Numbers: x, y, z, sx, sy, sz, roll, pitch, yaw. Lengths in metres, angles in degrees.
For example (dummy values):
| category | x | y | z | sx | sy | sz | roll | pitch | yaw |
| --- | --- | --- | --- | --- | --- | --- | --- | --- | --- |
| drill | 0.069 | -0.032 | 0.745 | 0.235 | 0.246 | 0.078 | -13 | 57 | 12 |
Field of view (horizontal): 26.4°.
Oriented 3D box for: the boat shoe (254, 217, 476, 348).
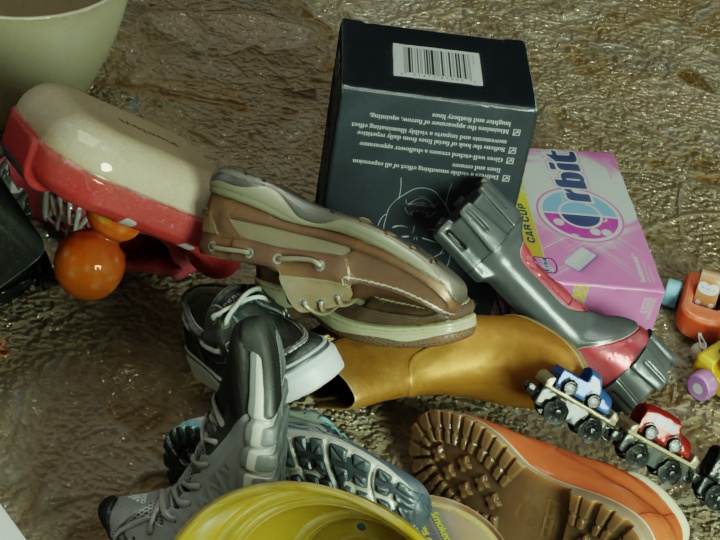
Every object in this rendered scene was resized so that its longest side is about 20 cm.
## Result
| category | x | y | z | sx | sy | sz | roll | pitch | yaw |
| --- | --- | --- | --- | --- | --- | --- | --- | --- | --- |
| boat shoe | -0.004 | 0.001 | 1.084 | 0.201 | 0.076 | 0.074 | 11 | 21 | 40 |

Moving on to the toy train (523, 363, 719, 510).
| category | x | y | z | sx | sy | sz | roll | pitch | yaw |
| --- | --- | --- | --- | --- | --- | --- | --- | --- | --- |
| toy train | 0.202 | 0.117 | 1.061 | 0.199 | 0.046 | 0.034 | 28 | 4 | -11 |

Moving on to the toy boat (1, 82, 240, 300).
| category | x | y | z | sx | sy | sz | roll | pitch | yaw |
| --- | --- | --- | --- | --- | --- | --- | --- | --- | --- |
| toy boat | -0.174 | -0.038 | 1.100 | 0.199 | 0.131 | 0.130 | 23 | 13 | -40 |

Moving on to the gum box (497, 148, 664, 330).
| category | x | y | z | sx | sy | sz | roll | pitch | yaw |
| --- | --- | --- | --- | --- | --- | --- | --- | --- | --- |
| gum box | 0.167 | -0.025 | 1.267 | 0.112 | 0.067 | 0.201 | 4 | 38 | -10 |

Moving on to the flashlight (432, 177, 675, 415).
| category | x | y | z | sx | sy | sz | roll | pitch | yaw |
| --- | --- | --- | --- | --- | --- | --- | --- | --- | --- |
| flashlight | 0.145 | 0.017 | 1.136 | 0.200 | 0.068 | 0.068 | 47 | 15 | -7 |

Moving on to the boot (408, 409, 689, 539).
| category | x | y | z | sx | sy | sz | roll | pitch | yaw |
| --- | --- | --- | --- | --- | --- | --- | --- | --- | --- |
| boot | 0.127 | 0.151 | 1.047 | 0.199 | 0.076 | 0.107 | 28 | 21 | 31 |

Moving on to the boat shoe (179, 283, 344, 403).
| category | x | y | z | sx | sy | sz | roll | pitch | yaw |
| --- | --- | --- | --- | --- | --- | --- | --- | --- | --- |
| boat shoe | -0.081 | 0.046 | 1.047 | 0.072 | 0.072 | 0.199 | -29 | 16 | -25 |

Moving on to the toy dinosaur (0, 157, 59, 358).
| category | x | y | z | sx | sy | sz | roll | pitch | yaw |
| --- | --- | --- | --- | --- | --- | --- | --- | --- | --- |
| toy dinosaur | -0.298 | 0.002 | 1.135 | 0.135 | 0.102 | 0.201 | -27 | 67 | -19 |

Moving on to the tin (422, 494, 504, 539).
| category | x | y | z | sx | sy | sz | roll | pitch | yaw |
| --- | --- | --- | --- | --- | --- | --- | --- | --- | --- |
| tin | 0.058 | 0.223 | 0.954 | 0.111 | 0.042 | 0.201 | -10 | 42 | -18 |

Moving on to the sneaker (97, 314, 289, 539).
| category | x | y | z | sx | sy | sz | roll | pitch | yaw |
| --- | --- | --- | --- | --- | --- | --- | --- | --- | --- |
| sneaker | -0.102 | 0.125 | 0.923 | 0.114 | 0.202 | 0.075 | 2 | 14 | 3 |

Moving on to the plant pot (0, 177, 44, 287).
| category | x | y | z | sx | sy | sz | roll | pitch | yaw |
| --- | --- | --- | --- | --- | --- | --- | --- | --- | --- |
| plant pot | -0.368 | -0.061 | 1.040 | 0.199 | 0.178 | 0.200 | -36 | 51 | -6 |

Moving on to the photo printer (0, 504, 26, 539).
| category | x | y | z | sx | sy | sz | roll | pitch | yaw |
| --- | --- | --- | --- | --- | --- | --- | --- | --- | --- |
| photo printer | -0.285 | 0.177 | 0.907 | 0.165 | 0.070 | 0.200 | -20 | 47 | -33 |

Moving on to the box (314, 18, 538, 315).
| category | x | y | z | sx | sy | sz | roll | pitch | yaw |
| --- | --- | --- | --- | --- | --- | --- | --- | --- | --- |
| box | 0.044 | -0.076 | 1.196 | 0.147 | 0.202 | 0.108 | 6 | 36 | -5 |

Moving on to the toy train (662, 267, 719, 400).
| category | x | y | z | sx | sy | sz | roll | pitch | yaw |
| --- | --- | --- | --- | --- | --- | --- | --- | --- | --- |
| toy train | 0.331 | 0.056 | 1.212 | 0.198 | 0.056 | 0.151 | 20 | 39 | 13 |

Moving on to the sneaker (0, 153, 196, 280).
| category | x | y | z | sx | sy | sz | roll | pitch | yaw |
| --- | --- | --- | --- | --- | --- | --- | --- | --- | --- |
| sneaker | -0.206 | -0.046 | 1.207 | 0.198 | 0.074 | 0.087 | 15 | 39 | 6 |

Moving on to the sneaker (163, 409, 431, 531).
| category | x | y | z | sx | sy | sz | roll | pitch | yaw |
| --- | --- | --- | --- | --- | --- | --- | --- | --- | --- |
| sneaker | -0.032 | 0.122 | 1.001 | 0.198 | 0.078 | 0.086 | 12 | 25 | 34 |

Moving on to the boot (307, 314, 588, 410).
| category | x | y | z | sx | sy | sz | roll | pitch | yaw |
| --- | --- | --- | --- | --- | --- | --- | --- | --- | --- |
| boot | 0.047 | 0.074 | 1.091 | 0.200 | 0.072 | 0.143 | 16 | 24 | 38 |

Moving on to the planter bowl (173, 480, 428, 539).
| category | x | y | z | sx | sy | sz | roll | pitch | yaw |
| --- | --- | --- | --- | --- | --- | --- | --- | --- | --- |
| planter bowl | -0.010 | 0.196 | 0.863 | 0.199 | 0.202 | 0.083 | 21 | 22 | 15 |

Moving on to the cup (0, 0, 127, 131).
| category | x | y | z | sx | sy | sz | roll | pitch | yaw |
| --- | --- | --- | --- | --- | --- | --- | --- | --- | --- |
| cup | -0.299 | -0.206 | 1.331 | 0.198 | 0.144 | 0.201 | 6 | 37 | -4 |

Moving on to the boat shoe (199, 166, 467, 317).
| category | x | y | z | sx | sy | sz | roll | pitch | yaw |
| --- | --- | --- | --- | --- | --- | --- | --- | --- | --- |
| boat shoe | -0.022 | -0.005 | 1.024 | 0.199 | 0.072 | 0.076 | 23 | 1 | 25 |
